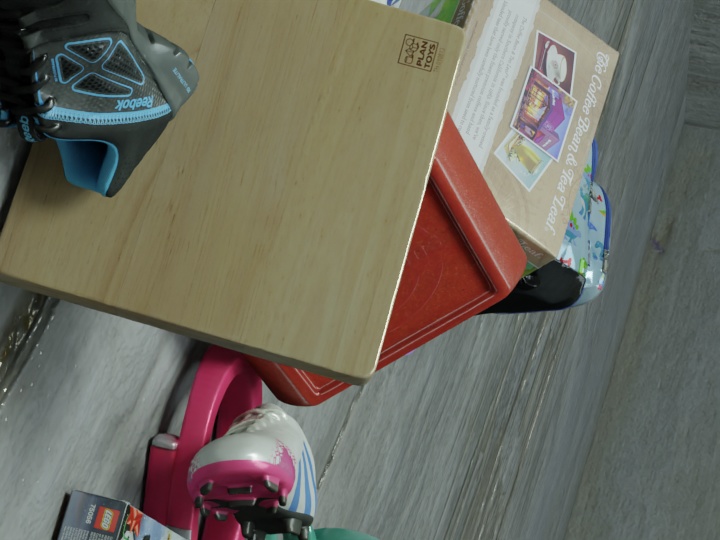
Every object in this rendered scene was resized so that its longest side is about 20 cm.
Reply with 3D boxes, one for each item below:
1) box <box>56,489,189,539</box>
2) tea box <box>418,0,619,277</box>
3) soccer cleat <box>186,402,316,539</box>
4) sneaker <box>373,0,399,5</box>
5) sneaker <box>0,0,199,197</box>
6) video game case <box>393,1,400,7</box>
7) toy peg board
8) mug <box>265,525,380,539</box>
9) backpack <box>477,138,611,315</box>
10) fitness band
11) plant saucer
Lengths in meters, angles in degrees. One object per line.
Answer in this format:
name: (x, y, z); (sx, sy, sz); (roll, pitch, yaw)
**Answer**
box: (-0.164, 0.243, 1.106); (0.137, 0.040, 0.201); (61, 43, -69)
tea box: (0.065, -0.086, 1.364); (0.197, 0.133, 0.200); (-32, -149, 50)
soccer cleat: (-0.071, 0.121, 1.197); (0.200, 0.070, 0.087); (71, 16, -70)
sneaker: (-0.013, -0.188, 1.161); (0.199, 0.081, 0.115); (-48, 165, -8)
sneaker: (-0.141, -0.103, 0.848); (0.082, 0.073, 0.200); (-63, 148, -13)
video game case: (0.011, -0.283, 1.373); (0.200, 0.036, 0.182); (77, 29, -57)
toy peg board: (-0.067, -0.050, 0.987); (0.098, 0.199, 0.201); (106, 0, -73)
mug: (-0.035, 0.288, 1.450); (0.152, 0.185, 0.114); (-60, 176, 38)
backpack: (0.142, -0.058, 1.729); (0.147, 0.183, 0.201); (26, 66, -43)
fitness band: (-0.108, 0.149, 1.261); (0.144, 0.037, 0.201); (-40, 139, -71)
plant saucer: (0.000, 0.000, 1.192); (0.200, 0.199, 0.037); (56, 5, -47)
